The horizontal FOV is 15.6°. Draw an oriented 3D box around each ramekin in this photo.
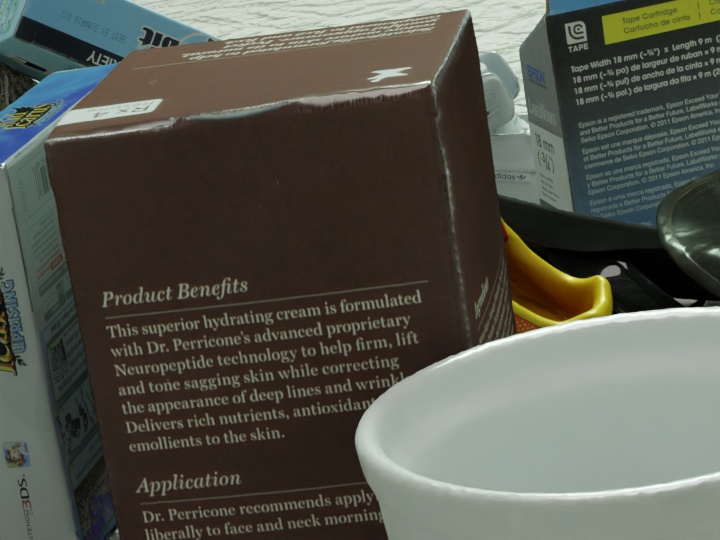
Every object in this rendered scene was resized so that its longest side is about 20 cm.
[{"bbox_3d":[0.102,0.090,0.962,0.199,0.099,0.201,-8,15,2],"label":"ramekin"}]

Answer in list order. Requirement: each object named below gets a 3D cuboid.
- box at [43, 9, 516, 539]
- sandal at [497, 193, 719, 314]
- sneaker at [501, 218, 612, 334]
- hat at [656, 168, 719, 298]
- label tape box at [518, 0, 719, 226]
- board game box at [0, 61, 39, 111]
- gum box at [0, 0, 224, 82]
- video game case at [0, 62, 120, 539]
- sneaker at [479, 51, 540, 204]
[{"bbox_3d":[-0.023,0.009,1.132,0.164,0.202,0.164,-6,15,10],"label":"box"},{"bbox_3d":[0.111,0.002,1.317,0.199,0.048,0.075,11,-15,-13],"label":"sandal"},{"bbox_3d":[0.027,-0.012,1.245,0.199,0.077,0.073,22,38,-3],"label":"sneaker"},{"bbox_3d":[0.237,0.005,1.226,0.199,0.082,0.201,-10,24,4],"label":"hat"},{"bbox_3d":[0.163,-0.095,1.389,0.143,0.202,0.063,-12,15,-12],"label":"label tape box"},{"bbox_3d":[-0.251,-0.052,1.527,0.158,0.098,0.200,-5,-11,16],"label":"board game box"},{"bbox_3d":[-0.117,-0.109,1.440,0.169,0.045,0.200,22,-4,-13],"label":"gum box"},{"bbox_3d":[-0.135,0.016,1.204,0.045,0.183,0.200,-7,15,13],"label":"video game case"},{"bbox_3d":[0.106,-0.063,1.468,0.198,0.116,0.075,-7,16,7],"label":"sneaker"}]
